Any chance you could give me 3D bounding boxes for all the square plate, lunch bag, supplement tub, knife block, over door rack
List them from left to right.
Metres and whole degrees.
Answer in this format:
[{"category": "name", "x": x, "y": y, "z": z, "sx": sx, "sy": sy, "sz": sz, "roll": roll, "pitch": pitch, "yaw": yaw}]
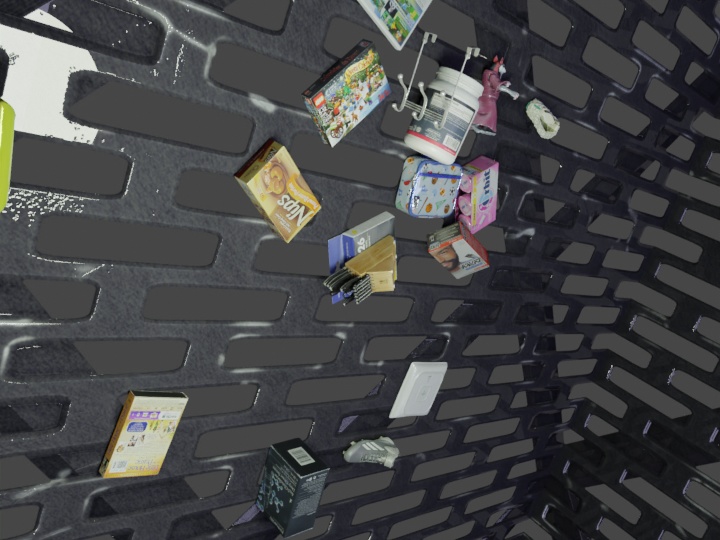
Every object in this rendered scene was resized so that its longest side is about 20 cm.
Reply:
[{"category": "knife block", "x": 0.000, "y": 0.000, "z": 1.801, "sx": 0.202, "sy": 0.172, "sz": 0.065, "roll": -82, "pitch": 167, "yaw": -49}, {"category": "square plate", "x": 0.195, "y": 0.389, "z": 2.325, "sx": 0.198, "sy": 0.028, "sz": 0.201, "roll": 8, "pitch": 109, "yaw": -48}, {"category": "lunch bag", "x": 0.181, "y": -0.223, "z": 1.889, "sx": 0.198, "sy": 0.075, "sz": 0.163, "roll": -3, "pitch": 114, "yaw": -46}, {"category": "over door rack", "x": 0.165, "y": -0.449, "z": 1.673, "sx": 0.066, "sy": 0.147, "sz": 0.203, "roll": 12, "pitch": 106, "yaw": -54}, {"category": "supplement tub", "x": 0.204, "y": -0.376, "z": 1.761, "sx": 0.139, "sy": 0.139, "sz": 0.203, "roll": 17, "pitch": 101, "yaw": -49}]

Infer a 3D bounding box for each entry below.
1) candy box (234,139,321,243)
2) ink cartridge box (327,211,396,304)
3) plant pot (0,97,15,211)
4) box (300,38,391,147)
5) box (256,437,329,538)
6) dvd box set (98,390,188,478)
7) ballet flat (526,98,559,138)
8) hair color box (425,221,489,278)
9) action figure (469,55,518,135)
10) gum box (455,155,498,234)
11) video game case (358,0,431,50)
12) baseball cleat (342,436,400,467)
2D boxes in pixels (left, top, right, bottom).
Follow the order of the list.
[{"category": "candy box", "x": -0.176, "y": -0.169, "z": 1.566, "sx": 0.116, "sy": 0.055, "sz": 0.201, "roll": -47, "pitch": 140, "yaw": -14}, {"category": "ink cartridge box", "x": 0.009, "y": -0.026, "z": 1.859, "sx": 0.198, "sy": 0.047, "sz": 0.201, "roll": -30, "pitch": 133, "yaw": -33}, {"category": "plant pot", "x": -0.607, "y": -0.180, "z": 1.013, "sx": 0.180, "sy": 0.198, "sz": 0.203, "roll": -11, "pitch": 122, "yaw": -50}, {"category": "box", "x": -0.028, "y": -0.391, "z": 1.592, "sx": 0.200, "sy": 0.037, "sz": 0.137, "roll": -45, "pitch": 139, "yaw": -16}, {"category": "box", "x": -0.187, "y": 0.589, "z": 1.963, "sx": 0.106, "sy": 0.148, "sz": 0.204, "roll": -4, "pitch": 117, "yaw": -43}, {"category": "dvd box set", "x": -0.482, "y": 0.365, "z": 1.607, "sx": 0.145, "sy": 0.029, "sz": 0.203, "roll": 12, "pitch": 104, "yaw": -49}, {"category": "ballet flat", "x": 0.554, "y": -0.439, "z": 2.144, "sx": 0.199, "sy": 0.071, "sz": 0.073, "roll": 24, "pitch": 97, "yaw": -51}, {"category": "hair color box", "x": 0.280, "y": -0.055, "z": 2.064, "sx": 0.109, "sy": 0.065, "sz": 0.199, "roll": -22, "pitch": 146, "yaw": 24}, {"category": "action figure", "x": 0.334, "y": -0.464, "z": 1.903, "sx": 0.146, "sy": 0.134, "sz": 0.204, "roll": 7, "pitch": 100, "yaw": -2}, {"category": "gum box", "x": 0.330, "y": -0.208, "z": 2.055, "sx": 0.113, "sy": 0.066, "sz": 0.203, "roll": -31, "pitch": 133, "yaw": -30}, {"category": "video game case", "x": 0.083, "y": -0.619, "z": 1.577, "sx": 0.184, "sy": 0.022, "sz": 0.199, "roll": -57, "pitch": 141, "yaw": -2}, {"category": "baseball cleat", "x": 0.044, "y": 0.566, "z": 2.220, "sx": 0.197, "sy": 0.106, "sz": 0.071, "roll": -7, "pitch": 125, "yaw": -41}]
